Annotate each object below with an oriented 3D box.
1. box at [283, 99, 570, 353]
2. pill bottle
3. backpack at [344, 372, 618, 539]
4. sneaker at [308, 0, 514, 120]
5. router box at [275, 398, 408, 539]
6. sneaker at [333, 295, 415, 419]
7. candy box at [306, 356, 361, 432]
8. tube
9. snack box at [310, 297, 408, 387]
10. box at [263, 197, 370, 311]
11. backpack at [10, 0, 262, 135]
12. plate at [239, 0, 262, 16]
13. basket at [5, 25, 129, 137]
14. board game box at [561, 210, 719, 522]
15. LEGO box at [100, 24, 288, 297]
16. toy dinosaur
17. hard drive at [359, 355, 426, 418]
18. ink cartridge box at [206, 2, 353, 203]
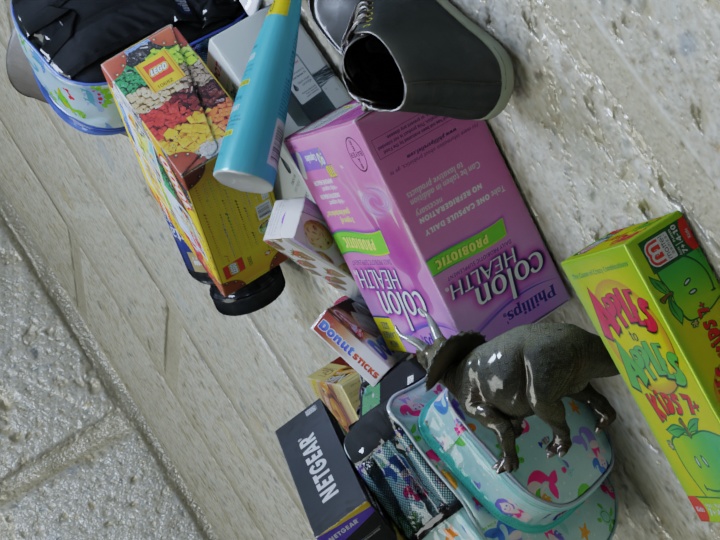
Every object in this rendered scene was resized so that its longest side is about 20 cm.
[{"bbox_3d":[0.047,-0.042,1.272,0.201,0.096,0.176,62,163,-10],"label":"box"},{"bbox_3d":[-0.153,-0.056,1.790,0.112,0.111,0.201,32,147,57],"label":"pill bottle"},{"bbox_3d":[0.110,0.162,1.289,0.150,0.177,0.201,-38,82,42],"label":"backpack"},{"bbox_3d":[0.007,-0.168,1.136,0.200,0.106,0.075,36,119,39],"label":"sneaker"},{"bbox_3d":[0.008,0.212,1.341,0.158,0.052,0.200,53,-178,-23],"label":"router box"},{"bbox_3d":[0.023,0.117,1.635,0.201,0.074,0.081,64,162,-12],"label":"sneaker"},{"bbox_3d":[0.022,0.195,1.795,0.201,0.055,0.115,63,163,-11],"label":"candy box"},{"bbox_3d":[-0.073,-0.165,1.340,0.077,0.050,0.202,147,137,-69],"label":"tube"},{"bbox_3d":[0.007,0.056,1.408,0.072,0.024,0.200,43,-171,4],"label":"snack box"},{"bbox_3d":[0.000,0.000,1.395,0.039,0.042,0.200,-3,151,44],"label":"box"},{"bbox_3d":[-0.216,-0.222,1.551,0.183,0.199,0.147,50,160,26],"label":"backpack"},{"bbox_3d":[-0.115,-0.334,1.367,0.201,0.032,0.200,59,164,4],"label":"plate"},{"bbox_3d":[-0.256,-0.224,1.759,0.200,0.181,0.136,33,166,35],"label":"basket"},{"bbox_3d":[0.214,0.066,1.059,0.201,0.047,0.102,61,163,-2],"label":"board game box"},{"bbox_3d":[-0.144,-0.095,1.468,0.149,0.077,0.200,52,167,30],"label":"LEGO box"},{"bbox_3d":[0.119,0.076,1.137,0.199,0.077,0.103,-11,113,30],"label":"toy dinosaur"},{"bbox_3d":[0.054,0.151,1.492,0.200,0.038,0.141,147,128,-60],"label":"hard drive"},{"bbox_3d":[-0.056,-0.118,1.462,0.201,0.083,0.147,56,163,12],"label":"ink cartridge box"}]
